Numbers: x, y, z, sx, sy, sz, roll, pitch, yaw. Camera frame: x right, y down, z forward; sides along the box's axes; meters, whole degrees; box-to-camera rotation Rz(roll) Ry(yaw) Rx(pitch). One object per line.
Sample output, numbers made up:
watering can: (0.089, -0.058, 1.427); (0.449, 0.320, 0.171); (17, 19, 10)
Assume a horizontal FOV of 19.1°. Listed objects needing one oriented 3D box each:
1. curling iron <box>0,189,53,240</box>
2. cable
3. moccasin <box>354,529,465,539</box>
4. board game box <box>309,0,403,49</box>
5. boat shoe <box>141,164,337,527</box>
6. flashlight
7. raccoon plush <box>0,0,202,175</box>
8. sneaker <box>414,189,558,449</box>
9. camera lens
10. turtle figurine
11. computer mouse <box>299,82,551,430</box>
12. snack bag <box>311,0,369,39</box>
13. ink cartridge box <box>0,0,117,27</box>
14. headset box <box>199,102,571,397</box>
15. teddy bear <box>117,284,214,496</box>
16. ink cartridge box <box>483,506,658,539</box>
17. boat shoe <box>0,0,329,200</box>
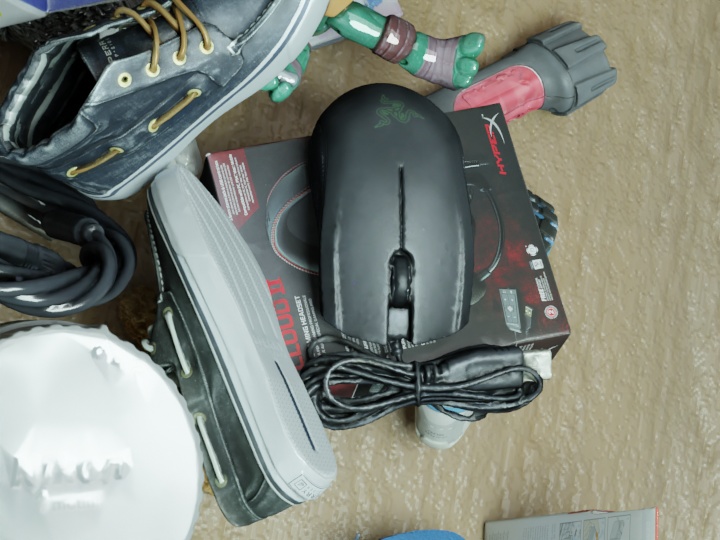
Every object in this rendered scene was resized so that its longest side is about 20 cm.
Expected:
curling iron: (-0.248, -0.083, 1.214); (0.200, 0.026, 0.050); (40, 69, -15)
cable: (-0.189, -0.038, 1.132); (0.163, 0.200, 0.051); (28, 105, 3)
moccasin: (-0.021, 0.209, 1.255); (0.199, 0.068, 0.081); (-23, 84, -29)
board game box: (-0.096, -0.218, 1.304); (0.199, 0.043, 0.200); (-21, 91, -28)
boat shoe: (-0.081, 0.039, 1.119); (0.072, 0.071, 0.201); (32, 32, -60)
flashlight: (0.076, -0.097, 1.355); (0.199, 0.068, 0.068); (-26, 92, -27)
raccoon plush: (-0.186, -0.125, 1.203); (0.133, 0.097, 0.201); (-17, 92, 10)
sneaker: (0.067, 0.027, 1.335); (0.075, 0.087, 0.200); (18, 48, 9)
camera lens: (-0.183, 0.112, 1.113); (0.159, 0.200, 0.161); (4, 80, -26)
turtle figurine: (-0.023, -0.170, 1.231); (0.199, 0.101, 0.151); (9, 96, -28)
computer mouse: (0.025, -0.019, 1.158); (0.138, 0.053, 0.201); (-4, 69, -11)
snack bag: (-0.050, -0.235, 1.293); (0.200, 0.021, 0.189); (-36, 99, -27)
ink cartridge box: (-0.230, -0.221, 1.157); (0.199, 0.047, 0.199); (-12, 70, 16)
headset box: (0.000, 0.000, 1.216); (0.199, 0.075, 0.149); (-10, 70, -14)
teddy bear: (-0.065, 0.031, 1.263); (0.145, 0.067, 0.201); (37, 66, -13)
ink cartridge box: (0.137, 0.198, 1.258); (0.050, 0.200, 0.110); (8, 78, -25)
boat shoe: (-0.100, -0.116, 1.111); (0.071, 0.200, 0.091); (51, 16, 25)
